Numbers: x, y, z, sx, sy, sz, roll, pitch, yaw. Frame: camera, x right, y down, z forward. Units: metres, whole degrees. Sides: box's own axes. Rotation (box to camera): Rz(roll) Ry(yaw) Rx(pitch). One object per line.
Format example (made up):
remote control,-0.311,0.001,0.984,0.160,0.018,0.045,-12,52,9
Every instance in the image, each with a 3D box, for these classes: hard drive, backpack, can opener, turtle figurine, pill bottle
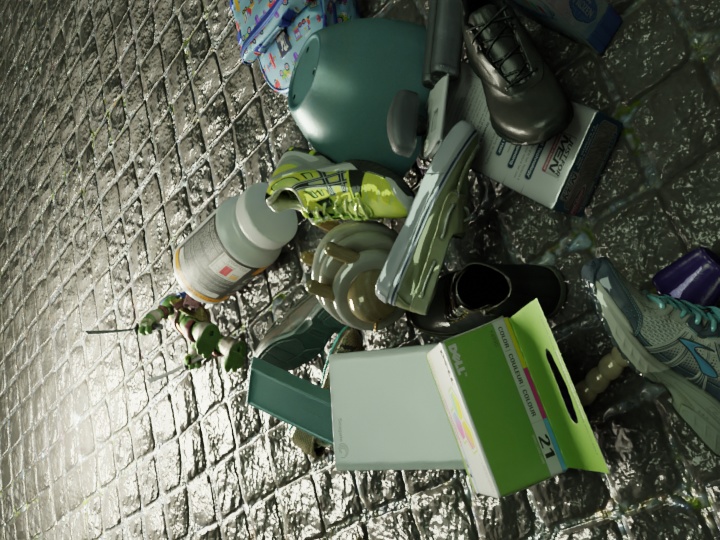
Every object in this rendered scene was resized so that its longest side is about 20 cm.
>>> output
hard drive,0.057,0.153,0.794,0.196,0.027,0.136,-9,80,28
backpack,-0.082,-0.326,0.977,0.181,0.133,0.205,-28,68,42
can opener,0.070,-0.217,0.744,0.053,0.065,0.205,155,123,-71
turtle figurine,-0.289,0.123,1.131,0.191,0.199,0.147,15,130,42
pill bottle,-0.187,-0.040,1.059,0.199,0.115,0.119,-33,62,39

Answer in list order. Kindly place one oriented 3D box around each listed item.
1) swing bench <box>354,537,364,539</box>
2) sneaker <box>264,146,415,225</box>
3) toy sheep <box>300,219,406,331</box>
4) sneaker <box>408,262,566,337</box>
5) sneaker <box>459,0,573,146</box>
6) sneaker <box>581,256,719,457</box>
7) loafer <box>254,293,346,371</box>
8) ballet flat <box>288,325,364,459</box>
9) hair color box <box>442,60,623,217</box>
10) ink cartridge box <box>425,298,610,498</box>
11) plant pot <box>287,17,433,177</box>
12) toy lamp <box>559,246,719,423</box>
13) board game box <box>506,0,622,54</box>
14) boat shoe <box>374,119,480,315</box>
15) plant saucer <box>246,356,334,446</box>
swing bench,-0.102,0.433,0.846,0.200,0.196,0.132,-42,56,33
sneaker,-0.024,-0.081,0.811,0.197,0.076,0.077,14,63,34
toy sheep,0.000,0.000,0.840,0.140,0.135,0.201,-61,19,21
sneaker,0.105,0.025,0.748,0.198,0.105,0.077,-17,73,44
sneaker,0.135,-0.200,0.673,0.075,0.091,0.203,-29,50,11
sneaker,0.255,0.050,0.558,0.086,0.200,0.078,-42,15,20
loafer,-0.073,0.072,0.971,0.199,0.071,0.064,-38,39,29
ballet flat,-0.027,0.165,0.910,0.075,0.067,0.202,38,119,19
hair color box,0.161,-0.143,0.743,0.199,0.060,0.102,38,112,43
ink cartridge box,0.129,0.120,0.637,0.200,0.074,0.151,99,152,-76
plant pot,-0.009,-0.211,0.840,0.200,0.132,0.205,-40,43,51
toy lamp,0.244,0.063,0.632,0.201,0.057,0.059,-53,51,28
board game box,0.134,-0.305,0.694,0.200,0.197,0.044,47,112,38
boat shoe,0.081,-0.052,0.728,0.061,0.072,0.204,25,92,8
plant saucer,-0.059,0.177,0.886,0.196,0.019,0.071,21,119,17
